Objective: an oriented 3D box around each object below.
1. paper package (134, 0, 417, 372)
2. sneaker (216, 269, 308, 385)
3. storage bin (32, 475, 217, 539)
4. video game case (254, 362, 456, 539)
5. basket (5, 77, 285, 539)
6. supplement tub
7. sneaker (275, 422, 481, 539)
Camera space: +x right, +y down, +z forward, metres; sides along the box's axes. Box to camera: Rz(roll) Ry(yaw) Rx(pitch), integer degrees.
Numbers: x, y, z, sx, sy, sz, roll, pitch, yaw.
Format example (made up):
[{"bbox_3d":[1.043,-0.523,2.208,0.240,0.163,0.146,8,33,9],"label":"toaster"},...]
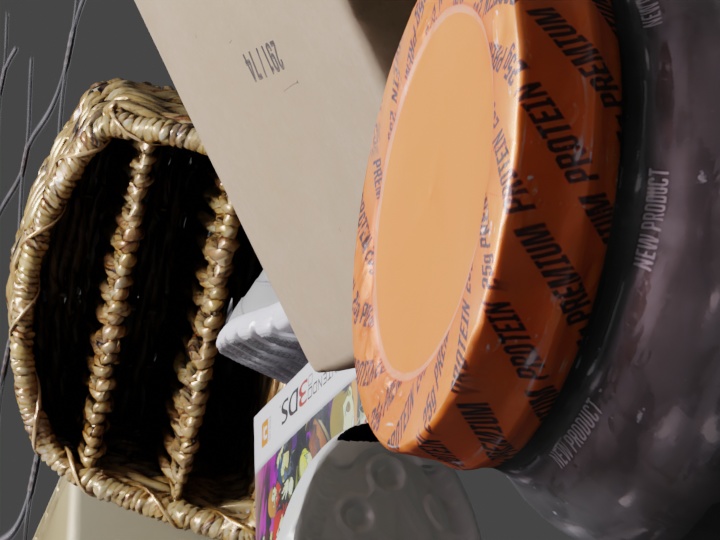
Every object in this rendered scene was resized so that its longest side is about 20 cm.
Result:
[{"bbox_3d":[0.015,-0.075,0.963,0.191,0.103,0.200,65,160,1],"label":"paper package"},{"bbox_3d":[0.000,0.000,1.211,0.200,0.075,0.082,-38,30,60],"label":"sneaker"},{"bbox_3d":[-0.134,0.236,1.488,0.199,0.093,0.200,118,156,-52],"label":"storage bin"},{"bbox_3d":[-0.004,0.130,1.145,0.181,0.036,0.201,134,138,-64],"label":"video game case"},{"bbox_3d":[-0.101,0.016,1.396,0.149,0.142,0.201,-119,41,-68],"label":"basket"},{"bbox_3d":[0.106,0.001,0.532,0.123,0.199,0.123,-171,90,-76],"label":"supplement tub"},{"bbox_3d":[-0.015,0.167,0.973,0.146,0.080,0.201,136,136,-60],"label":"sneaker"}]
